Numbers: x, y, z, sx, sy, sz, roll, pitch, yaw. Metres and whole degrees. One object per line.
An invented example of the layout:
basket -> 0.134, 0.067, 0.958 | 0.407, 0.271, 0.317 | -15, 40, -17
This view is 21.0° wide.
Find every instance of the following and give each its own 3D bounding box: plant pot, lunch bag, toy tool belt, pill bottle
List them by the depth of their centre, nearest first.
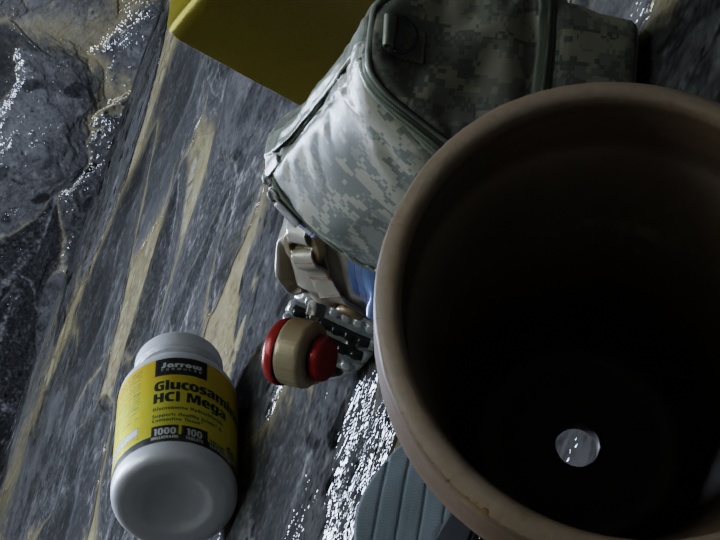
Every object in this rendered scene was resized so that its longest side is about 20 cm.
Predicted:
plant pot -> 0.099, 0.048, 0.809 | 0.175, 0.200, 0.201 | 99, -178, -67
lunch bag -> 0.046, -0.078, 1.137 | 0.200, 0.168, 0.140 | 136, 149, -62
toy tool belt -> 0.012, -0.011, 1.283 | 0.125, 0.123, 0.200 | 14, -92, -65
plant pot -> -0.023, -0.260, 1.584 | 0.176, 0.200, 0.200 | -50, 24, 30
pill bottle -> -0.168, 0.147, 1.771 | 0.200, 0.112, 0.113 | -96, 28, -56

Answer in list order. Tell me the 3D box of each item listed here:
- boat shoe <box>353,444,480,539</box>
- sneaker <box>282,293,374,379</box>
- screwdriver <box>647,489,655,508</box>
boat shoe -> 0.032, 0.173, 1.104 | 0.072, 0.062, 0.200 | -8, 38, 25
sneaker -> 0.000, 0.000, 1.438 | 0.200, 0.075, 0.081 | -64, -3, 38
screwdriver -> 0.138, 0.055, 0.933 | 0.029, 0.028, 0.200 | 78, -163, -54
